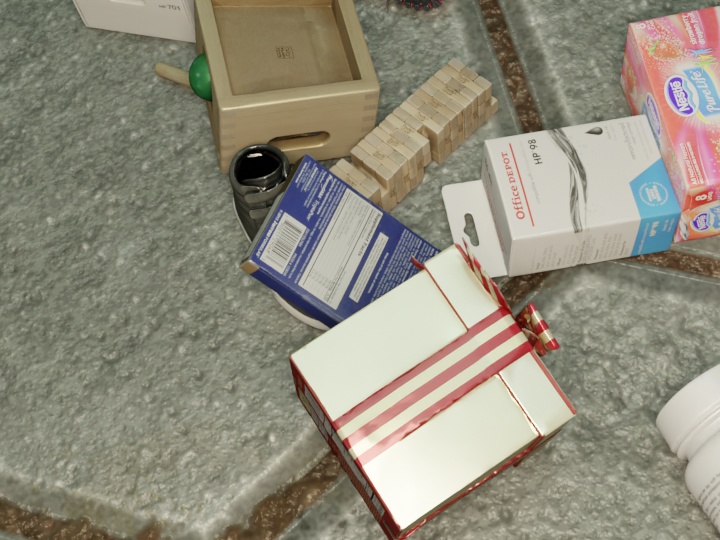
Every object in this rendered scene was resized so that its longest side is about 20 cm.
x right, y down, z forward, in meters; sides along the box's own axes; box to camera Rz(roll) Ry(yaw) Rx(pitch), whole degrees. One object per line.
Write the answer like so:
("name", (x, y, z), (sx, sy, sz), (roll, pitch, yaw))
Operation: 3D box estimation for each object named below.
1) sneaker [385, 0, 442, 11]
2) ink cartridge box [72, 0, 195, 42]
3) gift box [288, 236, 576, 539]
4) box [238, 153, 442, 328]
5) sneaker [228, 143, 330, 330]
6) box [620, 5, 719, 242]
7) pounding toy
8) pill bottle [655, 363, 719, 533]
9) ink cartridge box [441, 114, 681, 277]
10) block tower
("sneaker", (0.013, -0.344, 1.291), (0.199, 0.081, 0.075), (22, 50, 10))
("ink cartridge box", (-0.221, -0.364, 1.320), (0.145, 0.086, 0.201), (11, 63, 14))
("gift box", (0.055, 0.087, 0.952), (0.186, 0.185, 0.201), (-31, 81, -10))
("box", (0.000, 0.000, 1.075), (0.199, 0.032, 0.122), (34, 64, -15))
("sneaker", (-0.069, -0.035, 1.105), (0.070, 0.099, 0.201), (-29, 62, -12))
("box", (0.322, -0.140, 1.118), (0.102, 0.095, 0.201), (-10, 59, 2))
("pounding toy", (-0.102, -0.195, 1.197), (0.198, 0.143, 0.185), (-9, 59, -11))
("pill bottle", (0.328, 0.175, 0.925), (0.113, 0.114, 0.201), (-27, 61, -9))
("ink cartridge box", (0.183, -0.067, 1.102), (0.198, 0.067, 0.117), (-10, 60, -4))
("block tower", (0.051, -0.127, 1.167), (0.054, 0.058, 0.200), (38, 70, 24))
